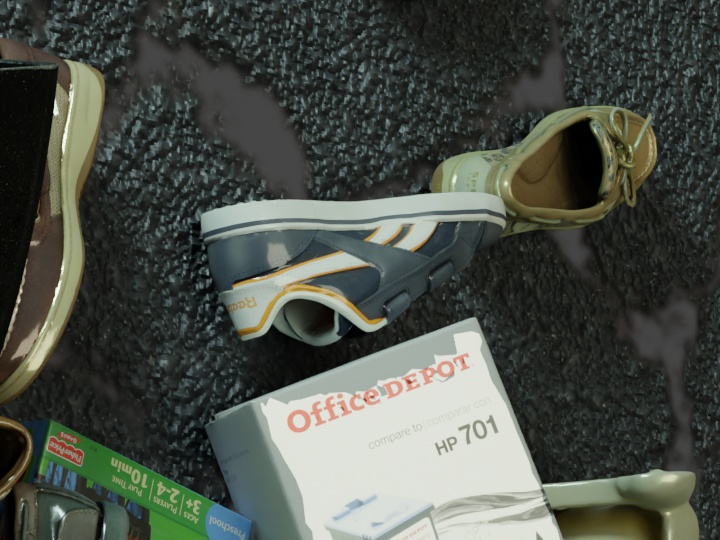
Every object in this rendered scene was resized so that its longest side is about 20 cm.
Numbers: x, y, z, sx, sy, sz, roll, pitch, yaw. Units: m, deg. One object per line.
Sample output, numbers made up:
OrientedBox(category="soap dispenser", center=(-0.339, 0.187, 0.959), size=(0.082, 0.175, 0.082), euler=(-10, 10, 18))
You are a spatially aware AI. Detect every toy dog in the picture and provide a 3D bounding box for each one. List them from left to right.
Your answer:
OrientedBox(category="toy dog", center=(0.135, 0.226, 1.760), size=(0.194, 0.138, 0.202), euler=(46, 41, -78))

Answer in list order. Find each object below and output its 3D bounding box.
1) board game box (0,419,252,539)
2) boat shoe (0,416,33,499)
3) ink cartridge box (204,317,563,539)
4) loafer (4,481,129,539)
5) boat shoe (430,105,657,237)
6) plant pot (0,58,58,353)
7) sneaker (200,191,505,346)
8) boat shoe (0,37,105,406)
OrientedBox(category="board game box", center=(-0.137, 0.197, 1.532), size=(0.151, 0.036, 0.201), euler=(30, 63, -40))
OrientedBox(category="boat shoe", center=(-0.237, 0.106, 1.415), size=(0.200, 0.074, 0.076), euler=(-29, 104, -45))
OrientedBox(category="ink cartridge box", center=(0.024, 0.145, 1.619), size=(0.146, 0.086, 0.201), euler=(-20, 88, -22))
OrientedBox(category="loafer", center=(-0.166, 0.196, 1.441), size=(0.063, 0.072, 0.201), euler=(24, 58, -17))
OrientedBox(category="boat shoe", center=(0.127, -0.058, 1.830), size=(0.199, 0.062, 0.074), euler=(-24, 100, -46))
OrientedBox(category="plant pot", center=(-0.265, -0.002, 1.331), size=(0.199, 0.199, 0.179), euler=(-10, 101, -47))
OrientedBox(category="sneaker", center=(0.000, 0.000, 1.680), size=(0.199, 0.078, 0.080), euler=(-5, 82, -35))
OrientedBox(category="boat shoe", center=(-0.180, -0.029, 1.501), size=(0.072, 0.072, 0.201), euler=(27, 56, -29))
